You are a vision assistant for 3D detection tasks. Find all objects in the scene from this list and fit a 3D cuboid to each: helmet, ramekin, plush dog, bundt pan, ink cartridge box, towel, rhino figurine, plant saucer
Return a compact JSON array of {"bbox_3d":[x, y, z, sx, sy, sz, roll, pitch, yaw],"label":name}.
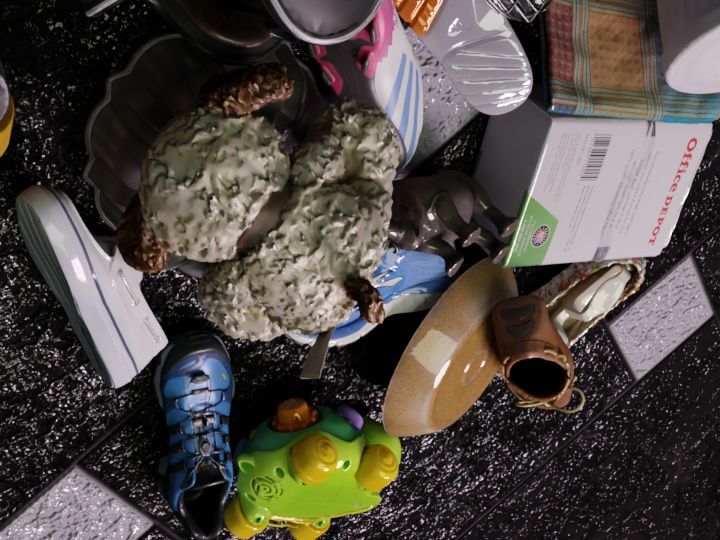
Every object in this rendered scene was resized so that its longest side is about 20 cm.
[{"bbox_3d":[-0.083,-0.223,0.644,0.189,0.200,0.201,27,106,-29],"label":"helmet"},{"bbox_3d":[0.330,-0.227,0.860,0.199,0.096,0.203,-12,168,-3],"label":"ramekin"},{"bbox_3d":[-0.069,-0.037,0.714,0.171,0.161,0.201,31,104,-27],"label":"plush dog"},{"bbox_3d":[-0.103,-0.078,0.810,0.199,0.076,0.205,-17,130,-22],"label":"bundt pan"},{"bbox_3d":[0.207,-0.089,0.990,0.197,0.084,0.148,-4,124,-31],"label":"ink cartridge box"},{"bbox_3d":[0.233,-0.202,0.920,0.197,0.022,0.150,-1,86,-31],"label":"towel"},{"bbox_3d":[0.055,-0.042,0.864,0.060,0.087,0.199,-55,158,23],"label":"rhino figurine"},{"bbox_3d":[0.097,0.082,1.020,0.200,0.035,0.202,-43,152,-29],"label":"plant saucer"}]

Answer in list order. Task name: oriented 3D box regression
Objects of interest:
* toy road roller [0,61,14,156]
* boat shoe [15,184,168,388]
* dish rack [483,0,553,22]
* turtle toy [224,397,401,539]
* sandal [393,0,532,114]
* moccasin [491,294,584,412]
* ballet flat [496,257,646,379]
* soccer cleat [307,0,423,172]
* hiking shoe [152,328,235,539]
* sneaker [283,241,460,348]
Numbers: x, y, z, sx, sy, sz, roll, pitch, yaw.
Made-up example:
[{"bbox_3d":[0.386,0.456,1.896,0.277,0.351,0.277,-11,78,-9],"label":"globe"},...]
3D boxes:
[{"bbox_3d":[-0.308,-0.099,0.638,0.197,0.124,0.147,-2,133,-32],"label":"toy road roller"},{"bbox_3d":[-0.200,0.003,0.820,0.066,0.073,0.202,-37,144,-24],"label":"boat shoe"},{"bbox_3d":[0.131,-0.292,0.782,0.153,0.054,0.201,38,87,-42],"label":"dish rack"},{"bbox_3d":[-0.037,0.180,1.013,0.198,0.102,0.146,15,135,-41],"label":"turtle toy"},{"bbox_3d":[0.066,-0.212,0.832,0.078,0.060,0.208,-26,123,13],"label":"sandal"},{"bbox_3d":[0.169,0.095,1.012,0.072,0.079,0.202,-9,153,8],"label":"moccasin"},{"bbox_3d":[0.208,0.042,1.085,0.075,0.064,0.200,39,103,-18],"label":"ballet flat"},{"bbox_3d":[0.007,-0.167,0.823,0.202,0.069,0.087,76,32,-45],"label":"soccer cleat"},{"bbox_3d":[-0.135,0.144,0.937,0.073,0.087,0.203,-12,127,-24],"label":"hiking shoe"},{"bbox_3d":[0.000,0.000,0.939,0.198,0.078,0.091,-22,124,-29],"label":"sneaker"}]
